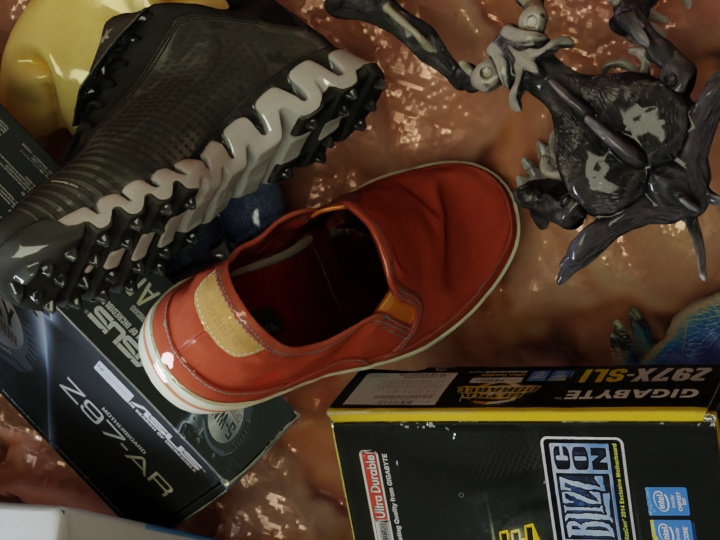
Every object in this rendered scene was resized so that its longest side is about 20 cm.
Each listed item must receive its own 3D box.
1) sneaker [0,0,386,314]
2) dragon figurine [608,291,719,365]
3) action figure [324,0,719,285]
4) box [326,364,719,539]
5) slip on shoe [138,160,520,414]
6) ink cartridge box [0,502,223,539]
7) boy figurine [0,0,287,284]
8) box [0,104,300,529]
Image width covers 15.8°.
[{"bbox_3d":[-0.084,-0.054,1.009,0.091,0.200,0.067,45,141,13],"label":"sneaker"},{"bbox_3d":[0.161,0.062,1.075,0.099,0.059,0.201,-4,96,21],"label":"dragon figurine"},{"bbox_3d":[0.085,-0.075,1.043,0.200,0.102,0.119,44,107,16],"label":"action figure"},{"bbox_3d":[0.083,0.135,1.044,0.159,0.049,0.201,-2,113,20],"label":"box"},{"bbox_3d":[0.000,0.000,1.033,0.061,0.200,0.074,-41,77,45],"label":"slip on shoe"},{"bbox_3d":[-0.171,0.135,1.104,0.199,0.115,0.068,0,78,34],"label":"ink cartridge box"},{"bbox_3d":[-0.101,-0.083,1.096,0.124,0.064,0.200,-28,95,6],"label":"boy figurine"},{"bbox_3d":[-0.126,0.019,1.085,0.200,0.160,0.044,46,68,-2],"label":"box"}]
